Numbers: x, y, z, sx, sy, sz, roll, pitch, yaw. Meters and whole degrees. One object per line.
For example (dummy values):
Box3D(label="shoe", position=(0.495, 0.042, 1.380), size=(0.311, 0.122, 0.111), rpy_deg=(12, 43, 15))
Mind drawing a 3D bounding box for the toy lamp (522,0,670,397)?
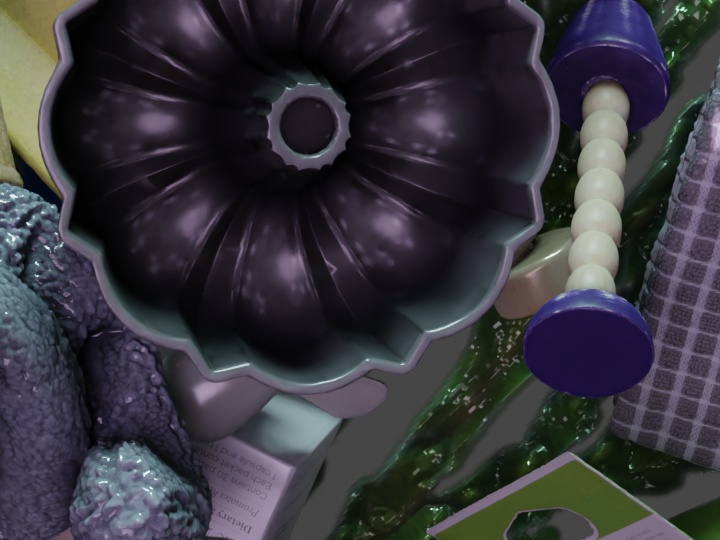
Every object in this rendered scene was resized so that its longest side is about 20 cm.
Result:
Box3D(label="toy lamp", position=(0.100, -0.041, 0.818), size=(0.058, 0.201, 0.058), rpy_deg=(5, 135, 5))

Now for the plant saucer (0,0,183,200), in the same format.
Box3D(label="plant saucer", position=(-0.124, -0.160, 0.866), size=(0.200, 0.048, 0.201), rpy_deg=(44, 120, 31))

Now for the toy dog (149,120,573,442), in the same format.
Box3D(label="toy dog", position=(0.000, 0.000, 0.864), size=(0.199, 0.096, 0.133), rpy_deg=(-10, 94, -11))

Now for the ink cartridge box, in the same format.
Box3D(label="ink cartridge box", position=(0.150, 0.119, 0.822), size=(0.200, 0.148, 0.076), rpy_deg=(34, 63, -8))

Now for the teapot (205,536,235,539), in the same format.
Box3D(label="teapot", position=(-0.022, 0.227, 0.829), size=(0.145, 0.198, 0.201), rpy_deg=(-17, 65, 2))

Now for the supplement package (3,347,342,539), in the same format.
Box3D(label="supplement package", position=(-0.104, 0.143, 0.920), size=(0.113, 0.110, 0.201), rpy_deg=(25, 102, 7))

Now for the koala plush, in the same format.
Box3D(label="koala plush", position=(-0.180, 0.046, 0.715), size=(0.177, 0.200, 0.185), rpy_deg=(-19, 80, 20))

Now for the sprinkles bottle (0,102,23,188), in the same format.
Box3D(label="sprinkles bottle", position=(-0.199, -0.122, 0.858), size=(0.068, 0.068, 0.201), rpy_deg=(-15, 82, 13))

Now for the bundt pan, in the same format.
Box3D(label="bundt pan", position=(-0.029, -0.057, 0.763), size=(0.201, 0.076, 0.203), rpy_deg=(-2, 96, -15))

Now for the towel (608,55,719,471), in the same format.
Box3D(label="towel", position=(0.201, 0.015, 0.823), size=(0.165, 0.086, 0.201), rpy_deg=(16, 125, 8))

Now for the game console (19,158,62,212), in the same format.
Box3D(label="game console", position=(-0.060, -0.096, 0.923), size=(0.170, 0.118, 0.201), rpy_deg=(14, 102, 40))

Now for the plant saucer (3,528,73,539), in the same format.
Box3D(label="plant saucer", position=(-0.171, 0.096, 0.851), size=(0.199, 0.032, 0.201), rpy_deg=(1, 96, 9))
